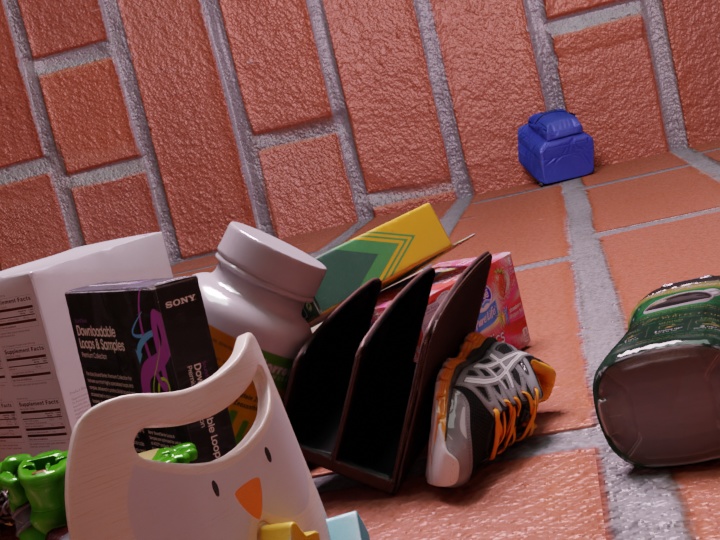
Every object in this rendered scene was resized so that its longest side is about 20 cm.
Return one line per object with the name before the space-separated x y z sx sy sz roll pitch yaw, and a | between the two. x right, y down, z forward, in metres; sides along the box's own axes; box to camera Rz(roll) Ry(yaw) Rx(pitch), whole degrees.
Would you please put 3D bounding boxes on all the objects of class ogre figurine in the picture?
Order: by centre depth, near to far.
ogre figurine | -0.141 0.163 0.609 0.198 0.121 0.098 -8 5 26

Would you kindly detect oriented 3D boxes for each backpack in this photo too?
backpack | 0.493 -0.325 2.786 0.161 0.169 0.200 -9 22 -11

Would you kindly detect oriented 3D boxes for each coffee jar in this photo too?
coffee jar | 0.235 0.065 0.781 0.103 0.086 0.200 -13 8 26

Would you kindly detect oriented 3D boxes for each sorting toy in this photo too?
sorting toy | -0.060 0.128 0.486 0.106 0.182 0.200 -9 9 33

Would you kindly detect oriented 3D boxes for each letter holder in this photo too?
letter holder | 0.026 0.054 0.858 0.100 0.143 0.200 18 22 13

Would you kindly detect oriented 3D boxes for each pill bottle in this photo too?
pill bottle | -0.103 0.071 0.832 0.110 0.201 0.111 25 5 -2

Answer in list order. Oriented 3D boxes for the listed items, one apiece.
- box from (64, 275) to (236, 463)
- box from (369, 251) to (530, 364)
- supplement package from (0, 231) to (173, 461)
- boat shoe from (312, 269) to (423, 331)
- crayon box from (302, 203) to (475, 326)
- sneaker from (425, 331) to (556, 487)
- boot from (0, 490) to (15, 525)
box | -0.126 0.104 0.699 0.036 0.202 0.142 -18 9 -35
box | 0.076 0.057 1.074 0.095 0.101 0.199 -8 10 37
supplement package | -0.299 0.084 1.163 0.146 0.202 0.191 -8 9 35
boat shoe | 0.006 0.063 1.311 0.199 0.063 0.075 -27 5 28
crayon box | 0.000 0.000 1.063 0.199 0.052 0.126 -26 -5 -34
sneaker | 0.098 0.102 0.823 0.077 0.079 0.200 13 24 14
boot | -0.348 0.199 0.909 0.173 0.070 0.200 -11 6 26
